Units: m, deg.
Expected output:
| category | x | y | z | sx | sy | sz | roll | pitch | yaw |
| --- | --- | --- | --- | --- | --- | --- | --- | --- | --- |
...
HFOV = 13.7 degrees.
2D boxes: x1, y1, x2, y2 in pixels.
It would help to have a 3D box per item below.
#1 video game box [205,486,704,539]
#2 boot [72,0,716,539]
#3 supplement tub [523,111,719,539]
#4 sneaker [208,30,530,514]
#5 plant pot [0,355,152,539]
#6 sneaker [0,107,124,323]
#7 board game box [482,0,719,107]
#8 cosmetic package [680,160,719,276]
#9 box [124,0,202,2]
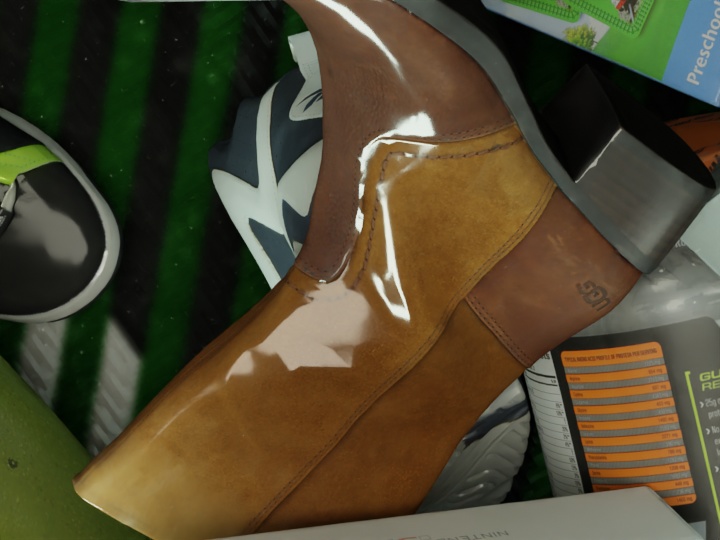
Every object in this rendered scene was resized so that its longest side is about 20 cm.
| category | x | y | z | sx | sy | sz | roll | pitch | yaw |
| --- | --- | --- | --- | --- | --- | --- | --- | --- | --- |
| video game box | 0.003 | 0.167 | 0.953 | 0.199 | 0.047 | 0.183 | -5 | 117 | -23 |
| boot | -0.021 | -0.006 | 0.919 | 0.188 | 0.069 | 0.200 | 33 | 109 | -29 |
| supplement tub | 0.122 | 0.053 | 1.024 | 0.122 | 0.123 | 0.201 | -12 | 101 | 6 |
| sneaker | 0.000 | 0.000 | 1.050 | 0.079 | 0.130 | 0.200 | -19 | 138 | -1 |
| plant pot | -0.166 | 0.092 | 1.035 | 0.200 | 0.187 | 0.187 | 33 | 103 | -25 |
| sneaker | -0.177 | -0.040 | 1.046 | 0.199 | 0.083 | 0.072 | 32 | 102 | -3 |
| board game box | 0.064 | -0.159 | 0.988 | 0.199 | 0.037 | 0.152 | 25 | 104 | 27 |
| cosmetic package | 0.201 | -0.059 | 0.963 | 0.107 | 0.090 | 0.200 | 43 | 57 | -4 |
| box | -0.001 | -0.162 | 0.983 | 0.199 | 0.036 | 0.145 | 1 | 92 | 28 |
